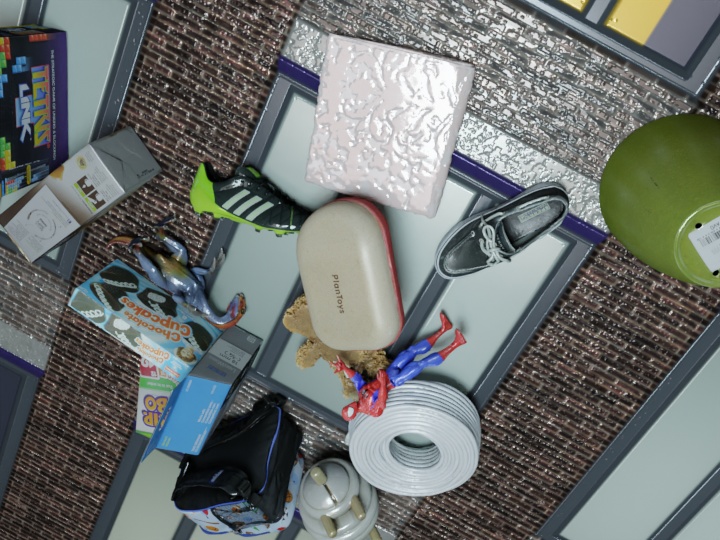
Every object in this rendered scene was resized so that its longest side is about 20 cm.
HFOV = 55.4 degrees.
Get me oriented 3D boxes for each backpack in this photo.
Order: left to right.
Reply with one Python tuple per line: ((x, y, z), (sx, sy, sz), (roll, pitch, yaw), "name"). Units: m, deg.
((-0.189, 0.318, 1.067), (0.189, 0.201, 0.155), (-14, 122, 21), "backpack")

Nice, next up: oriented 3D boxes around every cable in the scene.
((0.079, 0.249, 1.014), (0.198, 0.069, 0.201), (14, 126, 1), "cable")

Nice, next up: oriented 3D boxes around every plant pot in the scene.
((0.375, -0.063, 0.767), (0.185, 0.200, 0.189), (5, 113, 11), "plant pot")

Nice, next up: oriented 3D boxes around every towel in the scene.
((0.032, -0.185, 0.885), (0.189, 0.032, 0.202), (16, 114, 7), "towel")

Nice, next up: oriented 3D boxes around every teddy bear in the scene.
((-0.026, 0.106, 1.007), (0.199, 0.067, 0.145), (35, 120, -11), "teddy bear")

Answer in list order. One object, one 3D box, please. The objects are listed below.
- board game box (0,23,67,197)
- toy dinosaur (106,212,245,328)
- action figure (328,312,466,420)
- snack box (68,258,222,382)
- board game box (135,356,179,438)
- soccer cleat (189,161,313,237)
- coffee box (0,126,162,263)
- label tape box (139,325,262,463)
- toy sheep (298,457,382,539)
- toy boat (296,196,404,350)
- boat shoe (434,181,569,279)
((-0.457, -0.213, 0.906), (0.056, 0.165, 0.202), (13, 114, 8), "board game box")
((-0.256, 0.010, 1.025), (0.199, 0.105, 0.182), (9, 135, 49), "toy dinosaur")
((0.041, 0.126, 0.940), (0.200, 0.065, 0.099), (-42, 129, -2), "action figure")
((-0.314, 0.072, 1.019), (0.199, 0.116, 0.037), (36, 115, -4), "snack box")
((-0.317, 0.209, 1.120), (0.095, 0.030, 0.202), (18, 117, 14), "board game box")
((-0.139, -0.097, 0.943), (0.198, 0.068, 0.082), (14, 102, 7), "soccer cleat")
((-0.394, -0.107, 0.964), (0.199, 0.115, 0.080), (-30, 104, 21), "coffee box")
((-0.226, 0.188, 1.001), (0.063, 0.200, 0.145), (28, 115, 0), "label tape box")
((-0.033, 0.360, 1.061), (0.137, 0.139, 0.201), (-5, 133, 14), "toy sheep")
((0.000, 0.000, 0.914), (0.129, 0.131, 0.202), (-3, 107, 28), "toy boat")
((0.181, -0.041, 0.891), (0.198, 0.068, 0.074), (-26, 104, 21), "boat shoe")
